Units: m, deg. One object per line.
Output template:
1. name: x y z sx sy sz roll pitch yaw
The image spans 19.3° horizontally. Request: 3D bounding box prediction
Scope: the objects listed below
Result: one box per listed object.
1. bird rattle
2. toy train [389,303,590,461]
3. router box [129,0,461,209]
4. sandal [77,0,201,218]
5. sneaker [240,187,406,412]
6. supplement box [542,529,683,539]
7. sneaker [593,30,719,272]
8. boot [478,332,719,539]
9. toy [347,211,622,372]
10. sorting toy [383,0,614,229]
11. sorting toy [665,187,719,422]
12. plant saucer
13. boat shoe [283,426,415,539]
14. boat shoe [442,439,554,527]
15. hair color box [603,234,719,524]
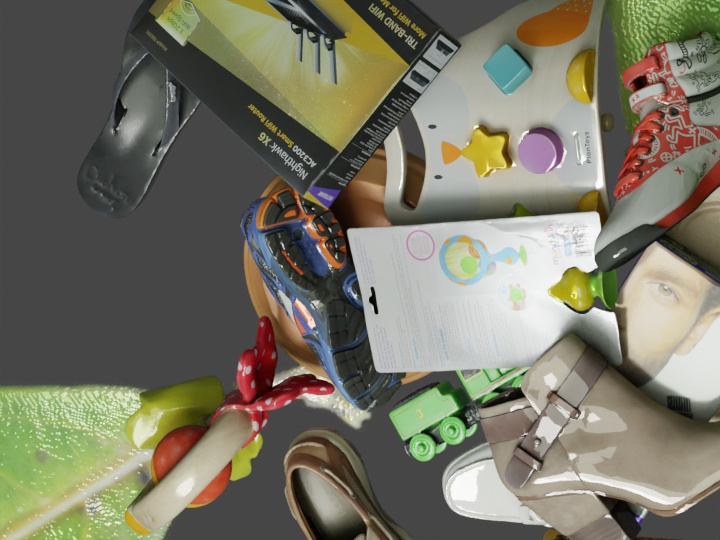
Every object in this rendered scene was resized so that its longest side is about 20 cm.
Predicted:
1. bird rattle: -0.111 0.139 1.654 0.113 0.163 0.200 46 146 -13
2. toy train: 0.109 0.084 1.652 0.199 0.042 0.057 -32 85 22
3. router box: -0.050 -0.170 1.557 0.200 0.052 0.158 42 98 22
4. sandal: -0.167 -0.128 1.661 0.076 0.043 0.201 25 112 7
5. sneaker: -0.027 0.020 1.619 0.075 0.078 0.201 -35 112 -20
6. supplement box: 0.182 0.308 1.572 0.108 0.110 0.202 3 107 13
7. sneaker: 0.208 -0.090 1.502 0.108 0.201 0.067 51 153 1
8. boot: 0.185 0.107 1.499 0.199 0.070 0.147 -36 88 16
9. toy: 0.096 0.013 1.556 0.199 0.047 0.116 -2 108 30
10. sorting toy: 0.099 -0.094 1.563 0.179 0.107 0.202 -3 106 18
11. sorting toy: 0.302 0.020 1.582 0.184 0.036 0.202 9 104 13
12. plant saucer: 0.000 0.000 1.657 0.198 0.037 0.202 5 108 14
13. boat shoe: -0.005 0.225 1.709 0.075 0.072 0.201 -32 96 22
14. boat shoe: 0.153 0.166 1.646 0.198 0.069 0.071 -9 106 19
15. hair color box: 0.208 0.085 1.559 0.109 0.065 0.201 33 101 8
